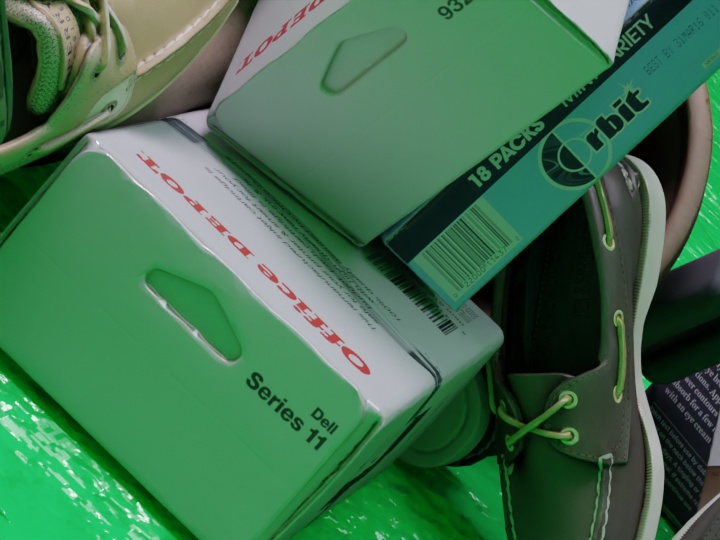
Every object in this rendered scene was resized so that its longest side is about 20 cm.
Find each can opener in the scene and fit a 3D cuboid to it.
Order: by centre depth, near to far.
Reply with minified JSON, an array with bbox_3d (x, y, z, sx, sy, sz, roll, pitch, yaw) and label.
[{"bbox_3d":[0.140,0.020,1.396,0.053,0.067,0.200,29,-20,-16],"label":"can opener"}]

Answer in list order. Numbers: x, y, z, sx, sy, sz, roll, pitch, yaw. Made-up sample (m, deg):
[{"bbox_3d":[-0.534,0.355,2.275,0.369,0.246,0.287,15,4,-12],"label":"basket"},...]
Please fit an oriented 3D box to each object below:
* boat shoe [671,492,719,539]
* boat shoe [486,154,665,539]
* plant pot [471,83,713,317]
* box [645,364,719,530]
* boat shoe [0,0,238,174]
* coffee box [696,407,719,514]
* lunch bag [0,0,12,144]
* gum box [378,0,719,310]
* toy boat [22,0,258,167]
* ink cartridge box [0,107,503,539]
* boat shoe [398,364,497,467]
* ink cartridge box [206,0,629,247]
[{"bbox_3d":[0.172,0.106,1.162,0.072,0.201,0.061,38,-19,-5],"label":"boat shoe"},{"bbox_3d":[0.081,0.044,1.186,0.072,0.200,0.059,-3,-13,38],"label":"boat shoe"},{"bbox_3d":[0.067,-0.045,1.378,0.200,0.200,0.175,45,-2,13],"label":"plant pot"},{"bbox_3d":[0.247,0.057,1.447,0.148,0.200,0.104,21,24,-51],"label":"box"},{"bbox_3d":[-0.109,-0.074,1.001,0.072,0.200,0.065,61,-27,-8],"label":"boat shoe"},{"bbox_3d":[0.213,0.093,1.273,0.080,0.200,0.114,1,-18,44],"label":"coffee box"},{"bbox_3d":[-0.216,-0.100,0.892,0.200,0.168,0.139,52,-23,36],"label":"lunch bag"},{"bbox_3d":[0.068,-0.087,1.186,0.045,0.170,0.200,44,8,-21],"label":"gum box"},{"bbox_3d":[-0.132,-0.101,1.131,0.200,0.131,0.131,-27,93,-61],"label":"toy boat"},{"bbox_3d":[-0.043,0.018,1.092,0.147,0.083,0.200,44,15,7],"label":"ink cartridge box"},{"bbox_3d":[0.000,0.000,1.261,0.200,0.074,0.060,51,18,22],"label":"boat shoe"},{"bbox_3d":[0.038,-0.127,1.119,0.084,0.145,0.200,39,41,-18],"label":"ink cartridge box"}]
